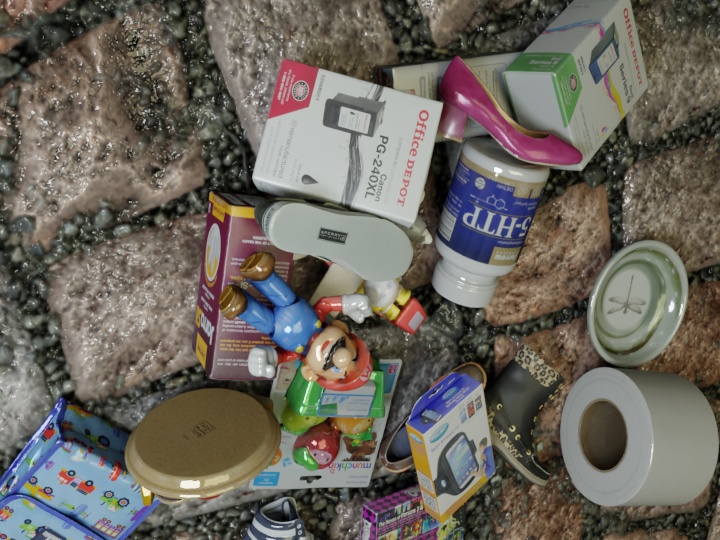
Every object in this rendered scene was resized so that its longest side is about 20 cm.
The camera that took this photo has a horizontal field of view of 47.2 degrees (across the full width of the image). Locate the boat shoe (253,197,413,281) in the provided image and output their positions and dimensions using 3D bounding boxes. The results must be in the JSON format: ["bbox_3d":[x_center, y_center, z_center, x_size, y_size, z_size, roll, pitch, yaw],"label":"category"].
[{"bbox_3d":[-0.027,-0.043,0.935,0.197,0.063,0.072,18,99,-33],"label":"boat shoe"}]

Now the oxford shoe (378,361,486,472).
[{"bbox_3d":[0.106,0.208,1.161,0.071,0.073,0.200,42,82,11],"label":"oxford shoe"}]

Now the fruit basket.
[{"bbox_3d":[-0.043,0.207,1.096,0.181,0.094,0.205,7,104,-26],"label":"fruit basket"}]

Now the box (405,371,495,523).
[{"bbox_3d":[0.126,0.238,1.134,0.118,0.041,0.203,-34,131,-28],"label":"box"}]

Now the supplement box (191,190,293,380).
[{"bbox_3d":[-0.141,0.017,0.989,0.084,0.110,0.205,4,102,-25],"label":"supplement box"}]

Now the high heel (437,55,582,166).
[{"bbox_3d":[0.191,-0.194,1.020,0.196,0.067,0.098,17,108,3],"label":"high heel"}]

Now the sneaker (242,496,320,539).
[{"bbox_3d":[-0.071,0.382,1.140,0.196,0.070,0.111,17,98,-24],"label":"sneaker"}]

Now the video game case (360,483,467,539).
[{"bbox_3d":[0.077,0.403,1.201,0.197,0.035,0.186,-8,108,-42],"label":"video game case"}]

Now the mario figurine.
[{"bbox_3d":[-0.056,0.068,0.919,0.123,0.107,0.199,-39,119,24],"label":"mario figurine"}]

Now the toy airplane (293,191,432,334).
[{"bbox_3d":[0.000,0.000,1.033,0.195,0.141,0.205,-8,107,-22],"label":"toy airplane"}]

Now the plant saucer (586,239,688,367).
[{"bbox_3d":[0.424,0.048,1.291,0.196,0.050,0.205,-7,107,-23],"label":"plant saucer"}]

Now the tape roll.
[{"bbox_3d":[0.420,0.254,1.259,0.136,0.202,0.208,8,100,-26],"label":"tape roll"}]

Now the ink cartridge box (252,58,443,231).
[{"bbox_3d":[-0.012,-0.145,0.967,0.195,0.083,0.149,14,85,0],"label":"ink cartridge box"}]

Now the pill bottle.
[{"bbox_3d":[0.164,-0.061,1.093,0.117,0.120,0.204,3,118,-25],"label":"pill bottle"}]

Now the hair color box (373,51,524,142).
[{"bbox_3d":[0.119,-0.225,1.074,0.196,0.060,0.101,-12,108,-22],"label":"hair color box"}]

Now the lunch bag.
[{"bbox_3d":[-0.355,0.281,0.986,0.150,0.094,0.201,38,99,-28],"label":"lunch bag"}]

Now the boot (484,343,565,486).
[{"bbox_3d":[0.256,0.220,1.248,0.200,0.073,0.151,42,87,-20],"label":"boot"}]

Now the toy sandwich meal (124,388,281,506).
[{"bbox_3d":[-0.183,0.212,0.978,0.201,0.205,0.072,-13,121,-20],"label":"toy sandwich meal"}]

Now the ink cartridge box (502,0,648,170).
[{"bbox_3d":[0.290,-0.253,1.094,0.200,0.086,0.147,-47,128,-29],"label":"ink cartridge box"}]
